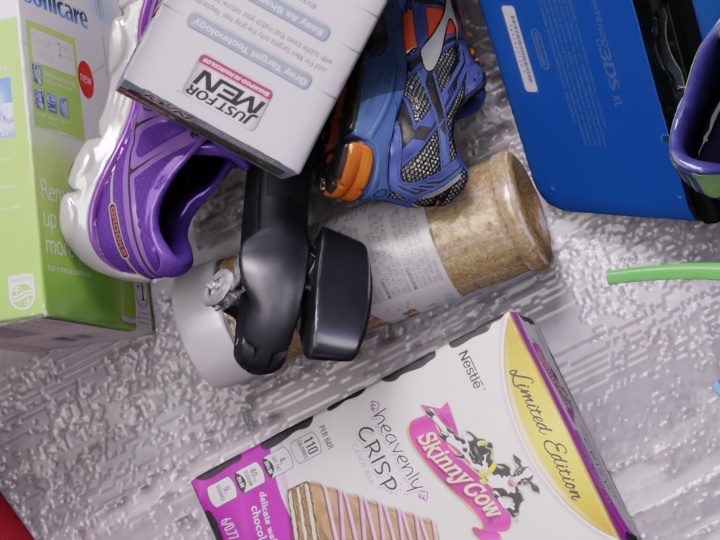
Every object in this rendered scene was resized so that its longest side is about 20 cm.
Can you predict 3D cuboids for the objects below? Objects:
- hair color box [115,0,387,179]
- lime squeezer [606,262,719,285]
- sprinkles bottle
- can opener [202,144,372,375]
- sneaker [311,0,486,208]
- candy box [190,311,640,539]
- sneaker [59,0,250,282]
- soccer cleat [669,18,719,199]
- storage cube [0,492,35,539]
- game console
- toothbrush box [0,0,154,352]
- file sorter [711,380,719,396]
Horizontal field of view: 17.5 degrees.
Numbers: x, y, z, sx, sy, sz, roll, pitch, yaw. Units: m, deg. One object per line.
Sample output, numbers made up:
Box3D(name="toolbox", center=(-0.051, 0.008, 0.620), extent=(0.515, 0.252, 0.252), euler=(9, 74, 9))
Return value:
Box3D(name="hair color box", center=(-0.032, -0.157, 1.159), extent=(0.099, 0.061, 0.201), euler=(28, 84, -9))
Box3D(name="lime squeezer", center=(0.209, 0.026, 1.073), extent=(0.200, 0.038, 0.071), euler=(34, 125, 23))
Box3D(name="sprinkles bottle", center=(0.000, 0.000, 1.251), extent=(0.199, 0.068, 0.069), euler=(-21, 79, 14))
Box3D(name="can opener", center=(-0.041, -0.029, 1.219), extent=(0.063, 0.078, 0.201), euler=(-52, 30, 40))
Box3D(name="sneaker", center=(0.029, -0.111, 1.234), extent=(0.078, 0.075, 0.201), euler=(21, 58, -15))
Box3D(name="candy box", center=(0.029, 0.127, 1.234), extent=(0.200, 0.061, 0.137), euler=(-29, 77, 12))
Box3D(name="sneaker", center=(-0.086, -0.088, 1.220), extent=(0.083, 0.081, 0.201), euler=(14, 87, 28))
Box3D(name="soccer cleat", center=(0.205, -0.126, 1.102), extent=(0.065, 0.084, 0.201), euler=(29, 102, 30))
Box3D(name="storage cube", center=(-0.286, 0.180, 1.264), extent=(0.171, 0.180, 0.200), euler=(-42, 76, 9))
Box3D(name="game console", center=(0.163, -0.138, 1.190), extent=(0.170, 0.118, 0.201), euler=(6, 124, 43))
Box3D(name="toothbrush box", center=(-0.186, -0.062, 1.274), extent=(0.086, 0.146, 0.201), euler=(-10, 81, 16))
Box3D(name="file sorter", center=(0.285, 0.032, 1.126), extent=(0.200, 0.139, 0.123), euler=(-47, 71, 8))
